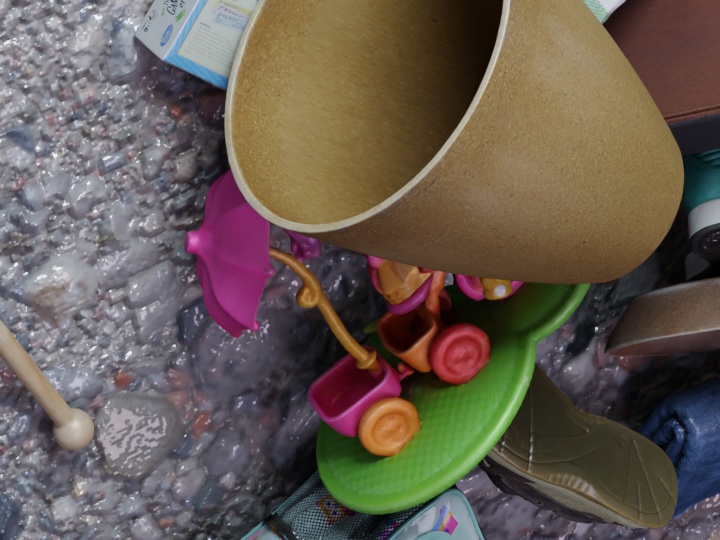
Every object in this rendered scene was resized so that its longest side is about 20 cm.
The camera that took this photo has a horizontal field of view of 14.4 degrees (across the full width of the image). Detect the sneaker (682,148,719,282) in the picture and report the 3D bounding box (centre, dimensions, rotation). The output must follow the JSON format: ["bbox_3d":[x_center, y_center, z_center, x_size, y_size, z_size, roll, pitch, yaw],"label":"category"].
[{"bbox_3d":[0.213,-0.060,1.651,0.083,0.122,0.200,-5,167,6],"label":"sneaker"}]

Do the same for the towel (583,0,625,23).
[{"bbox_3d":[0.153,-0.229,1.429,0.200,0.031,0.149,-41,132,-5],"label":"towel"}]

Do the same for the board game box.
[{"bbox_3d":[-0.005,-0.138,1.485,0.199,0.034,0.135,24,102,-41],"label":"board game box"}]

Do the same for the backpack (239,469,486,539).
[{"bbox_3d":[-0.008,0.215,1.618,0.199,0.153,0.176,-32,135,-6],"label":"backpack"}]

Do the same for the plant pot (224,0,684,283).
[{"bbox_3d":[0.068,-0.072,1.420,0.199,0.186,0.187,26,100,-40],"label":"plant pot"}]

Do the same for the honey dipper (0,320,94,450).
[{"bbox_3d":[-0.190,0.032,1.461,0.038,0.038,0.200,-39,135,-9],"label":"honey dipper"}]

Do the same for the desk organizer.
[{"bbox_3d":[0.182,-0.109,1.513,0.071,0.200,0.078,6,81,-36],"label":"desk organizer"}]

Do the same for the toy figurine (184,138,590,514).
[{"bbox_3d":[0.000,0.000,1.507,0.200,0.150,0.184,-44,123,4],"label":"toy figurine"}]

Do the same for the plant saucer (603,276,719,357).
[{"bbox_3d":[0.239,0.022,1.666,0.199,0.200,0.035,-3,82,-33],"label":"plant saucer"}]

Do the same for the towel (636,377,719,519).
[{"bbox_3d":[0.262,0.091,1.765,0.199,0.049,0.112,-16,154,-25],"label":"towel"}]

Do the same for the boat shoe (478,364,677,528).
[{"bbox_3d":[0.098,0.103,1.674,0.200,0.066,0.072,30,54,-28],"label":"boat shoe"}]
